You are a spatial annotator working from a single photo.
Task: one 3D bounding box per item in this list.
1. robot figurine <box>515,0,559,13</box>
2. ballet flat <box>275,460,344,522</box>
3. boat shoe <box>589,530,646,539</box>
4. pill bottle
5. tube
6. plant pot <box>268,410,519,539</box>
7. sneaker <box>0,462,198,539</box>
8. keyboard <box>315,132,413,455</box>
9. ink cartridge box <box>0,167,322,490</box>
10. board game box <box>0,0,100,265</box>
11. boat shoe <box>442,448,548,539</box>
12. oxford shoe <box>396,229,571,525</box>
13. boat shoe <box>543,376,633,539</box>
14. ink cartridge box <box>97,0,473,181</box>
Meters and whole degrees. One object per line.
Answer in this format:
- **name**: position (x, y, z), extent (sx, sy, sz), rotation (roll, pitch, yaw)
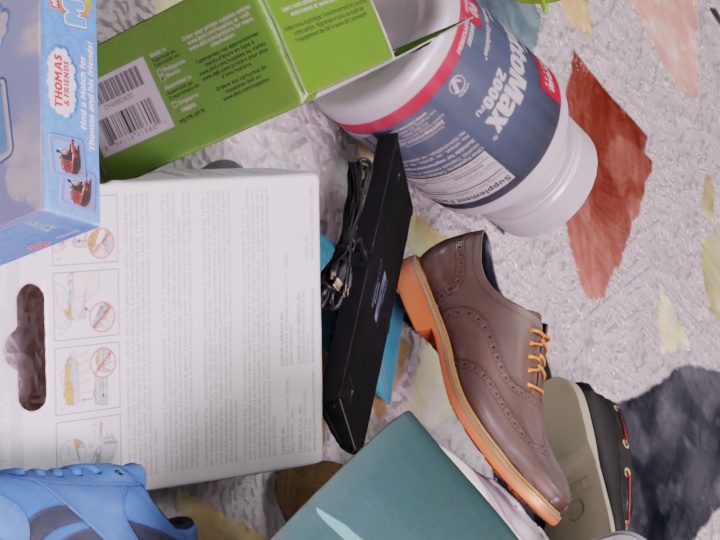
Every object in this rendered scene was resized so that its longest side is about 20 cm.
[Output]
- **robot figurine**: position (0.144, -0.288, 1.322), extent (0.176, 0.116, 0.200), rotation (48, 42, -28)
- **ballet flat**: position (0.030, 0.171, 0.948), extent (0.068, 0.072, 0.200), rotation (-25, 69, -35)
- **boat shoe**: position (0.105, 0.229, 1.000), extent (0.074, 0.200, 0.067), rotation (41, -11, 18)
- **pill bottle**: position (0.069, -0.107, 1.144), extent (0.200, 0.119, 0.120), rotation (35, 50, -41)
- **tube**: position (-0.032, 0.005, 1.030), extent (0.200, 0.050, 0.078), rotation (40, 54, -44)
- **plant pot**: position (0.013, 0.195, 0.826), extent (0.161, 0.201, 0.201), rotation (43, 36, 9)
- **sneaker**: position (-0.147, 0.116, 0.802), extent (0.200, 0.066, 0.079), rotation (37, 56, -46)
- **keyboard**: position (0.000, 0.000, 1.014), extent (0.127, 0.021, 0.200), rotation (76, 21, -50)
- **ink cartridge box**: position (-0.110, 0.030, 0.890), extent (0.200, 0.057, 0.163), rotation (-4, 97, -33)
- **board game box**: position (-0.181, -0.096, 0.779), extent (0.037, 0.151, 0.200), rotation (16, 63, -48)
- **boat shoe**: position (0.071, 0.160, 1.074), extent (0.200, 0.072, 0.069), rotation (40, 19, -26)
- **oxford shoe**: position (0.089, 0.062, 1.066), extent (0.200, 0.073, 0.071), rotation (64, 9, 23)
- **boat shoe**: position (0.160, 0.174, 1.183), extent (0.063, 0.074, 0.202), rotation (20, 55, -38)
- **ink cartridge box**: position (-0.050, -0.129, 0.971), extent (0.200, 0.148, 0.076), rotation (-35, 103, -54)
